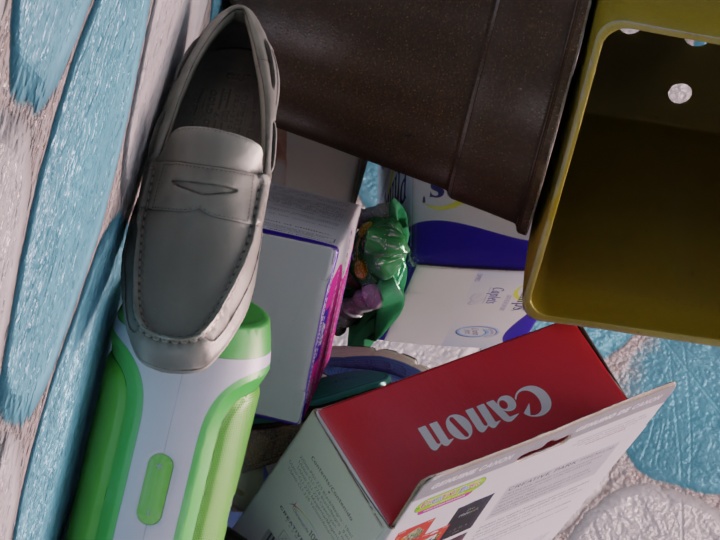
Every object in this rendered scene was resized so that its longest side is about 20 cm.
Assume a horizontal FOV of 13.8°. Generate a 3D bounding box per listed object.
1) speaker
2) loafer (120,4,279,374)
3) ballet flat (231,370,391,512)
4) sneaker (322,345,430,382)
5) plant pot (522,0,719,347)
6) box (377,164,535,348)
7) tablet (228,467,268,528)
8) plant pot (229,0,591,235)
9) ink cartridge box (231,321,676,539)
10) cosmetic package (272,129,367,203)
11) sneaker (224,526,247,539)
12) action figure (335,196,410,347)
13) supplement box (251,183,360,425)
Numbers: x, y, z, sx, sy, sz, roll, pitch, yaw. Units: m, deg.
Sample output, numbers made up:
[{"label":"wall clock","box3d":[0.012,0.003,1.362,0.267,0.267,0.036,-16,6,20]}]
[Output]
[{"label":"speaker","box3d":[-0.103,0.110,1.508,0.088,0.088,0.201,-68,172,-76]},{"label":"loafer","box3d":[-0.078,-0.042,1.440,0.070,0.069,0.201,94,2,-53]},{"label":"ballet flat","box3d":[-0.053,0.103,1.698,0.068,0.199,0.068,12,-75,50]},{"label":"sneaker","box3d":[-0.029,0.090,1.823,0.089,0.199,0.079,-69,176,-51]},{"label":"plant pot","box3d":[0.202,-0.090,1.703,0.177,0.198,0.201,-93,-166,-54]},{"label":"box","box3d":[0.070,-0.069,1.928,0.184,0.104,0.202,111,-20,-72]},{"label":"tablet","box3d":[-0.018,0.154,1.746,0.014,0.199,0.131,-37,-156,46]},{"label":"plant pot","box3d":[0.026,-0.141,1.695,0.200,0.197,0.202,14,90,-88]},{"label":"ink cartridge box","box3d":[0.053,0.105,1.660,0.199,0.084,0.176,-18,155,-38]},{"label":"cosmetic package","box3d":[-0.029,-0.118,1.905,0.200,0.087,0.104,103,3,-61]},{"label":"sneaker","box3d":[-0.116,0.214,1.596,0.201,0.071,0.098,-55,180,-31]},{"label":"action figure","box3d":[0.000,0.000,1.847,0.200,0.054,0.119,132,-37,-73]},{"label":"supplement box","box3d":[-0.063,0.011,1.683,0.200,0.103,0.102,-74,176,-80]}]
